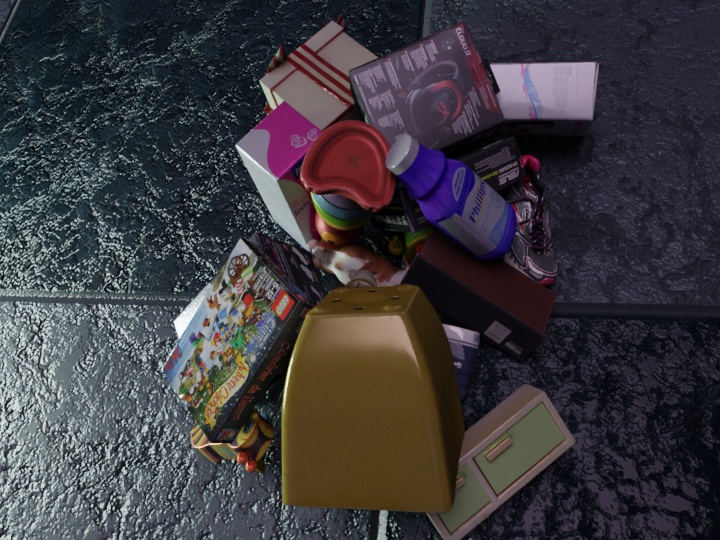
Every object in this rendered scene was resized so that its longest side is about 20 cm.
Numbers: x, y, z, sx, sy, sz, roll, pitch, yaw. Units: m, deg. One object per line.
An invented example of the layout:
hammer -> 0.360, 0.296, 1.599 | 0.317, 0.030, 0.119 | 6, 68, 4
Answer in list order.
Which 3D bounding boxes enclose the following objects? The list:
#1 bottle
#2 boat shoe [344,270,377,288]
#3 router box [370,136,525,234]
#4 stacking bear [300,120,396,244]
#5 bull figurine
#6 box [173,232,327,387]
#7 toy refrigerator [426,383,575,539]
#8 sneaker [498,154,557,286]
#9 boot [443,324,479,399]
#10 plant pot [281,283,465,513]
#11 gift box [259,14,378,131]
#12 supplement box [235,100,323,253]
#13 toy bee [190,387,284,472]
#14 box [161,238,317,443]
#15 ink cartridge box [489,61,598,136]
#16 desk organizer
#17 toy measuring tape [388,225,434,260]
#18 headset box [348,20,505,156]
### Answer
bottle -> 0.116, -0.093, 0.829 | 0.064, 0.198, 0.086 | -16, 47, 50
boat shoe -> 0.015, 0.105, 0.884 | 0.071, 0.063, 0.207 | -8, 103, 15
router box -> 0.115, -0.124, 0.951 | 0.196, 0.064, 0.149 | -27, 15, -17
stacking bear -> -0.021, -0.102, 0.903 | 0.118, 0.201, 0.117 | 16, 68, -2
bull figurine -> 0.000, 0.000, 0.967 | 0.196, 0.120, 0.067 | 21, 111, 30
box -> -0.149, 0.070, 0.905 | 0.199, 0.113, 0.134 | -42, 56, 22
toy refrigerator -> 0.158, 0.234, 0.803 | 0.198, 0.070, 0.077 | -36, 94, -7
sneaker -> 0.239, -0.071, 0.942 | 0.078, 0.075, 0.206 | 4, 59, -24
boot -> 0.064, 0.112, 0.909 | 0.195, 0.072, 0.093 | 10, 84, 30
plant pot -> 0.014, 0.129, 0.758 | 0.187, 0.196, 0.207 | -3, 103, 14
gift box -> -0.044, -0.282, 1.068 | 0.183, 0.202, 0.186 | -39, 59, -15
supplement box -> -0.095, -0.135, 0.996 | 0.101, 0.201, 0.103 | -44, 61, -12
toy bee -> -0.158, 0.210, 0.855 | 0.129, 0.200, 0.110 | 32, 37, -14
box -> -0.152, 0.084, 0.803 | 0.136, 0.037, 0.203 | 40, 101, 36
ink cartridge box -> 0.252, -0.259, 1.004 | 0.193, 0.147, 0.089 | 6, 94, 15
desk organizer -> 0.161, 0.026, 0.896 | 0.197, 0.072, 0.078 | 32, 52, 3
toy measuring tape -> 0.134, -0.056, 0.977 | 0.193, 0.074, 0.076 | -10, 60, 8
headset box -> 0.099, -0.235, 0.914 | 0.195, 0.075, 0.153 | -23, 86, -2
